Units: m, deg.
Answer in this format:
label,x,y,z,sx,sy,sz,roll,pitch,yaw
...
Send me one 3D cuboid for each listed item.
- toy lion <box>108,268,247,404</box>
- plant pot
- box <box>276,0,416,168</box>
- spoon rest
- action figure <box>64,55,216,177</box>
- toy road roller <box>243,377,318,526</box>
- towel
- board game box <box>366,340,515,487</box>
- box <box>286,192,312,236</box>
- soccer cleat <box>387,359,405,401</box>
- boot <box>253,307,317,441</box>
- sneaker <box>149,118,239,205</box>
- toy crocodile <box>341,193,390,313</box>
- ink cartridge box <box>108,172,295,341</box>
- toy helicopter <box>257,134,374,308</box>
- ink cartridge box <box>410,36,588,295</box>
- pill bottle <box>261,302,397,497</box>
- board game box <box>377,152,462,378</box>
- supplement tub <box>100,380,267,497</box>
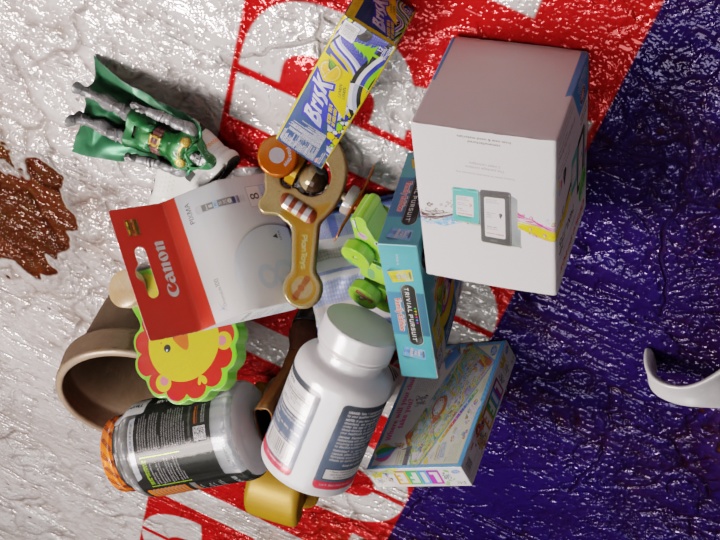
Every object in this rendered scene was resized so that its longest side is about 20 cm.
label,x,y,z,sx,sy,sz,roll,pitch,yaw
toy lion,-0.198,0.051,1.504,0.199,0.069,0.193,-40,72,12
plant pot,-0.291,0.100,1.667,0.197,0.177,0.202,4,140,3
box,-0.018,-0.203,1.311,0.064,0.071,0.200,31,139,-6
spoon rest,0.416,0.125,1.416,0.197,0.061,0.100,0,132,30
action figure,-0.250,-0.159,1.446,0.198,0.055,0.120,23,111,19
toy road roller,-0.104,0.266,1.771,0.121,0.147,0.202,12,137,16
towel,0.000,0.000,1.505,0.144,0.024,0.202,-9,130,5
board game box,0.101,0.174,1.528,0.133,0.201,0.034,-7,130,34
box,-0.118,-0.029,1.567,0.198,0.035,0.111,-11,126,36
soccer cleat,0.018,0.143,1.591,0.067,0.086,0.201,-9,153,9
boot,-0.063,0.173,1.614,0.067,0.201,0.190,2,133,18
sneaker,-0.221,-0.111,1.526,0.080,0.074,0.200,47,132,0
toy crocodile,0.023,-0.013,1.416,0.061,0.068,0.201,22,149,22
ink cartridge box,-0.169,-0.019,1.424,0.047,0.198,0.162,-36,70,52
toy helicopter,-0.052,-0.058,1.416,0.130,0.079,0.204,3,91,1
ink cartridge box,0.145,-0.105,1.265,0.144,0.148,0.202,10,137,18
pill bottle,-0.031,0.147,1.445,0.118,0.120,0.202,24,113,4
board game box,0.071,-0.004,1.400,0.046,0.152,0.202,4,134,16
supplement tub,-0.217,0.213,1.561,0.197,0.123,0.123,-12,127,21
